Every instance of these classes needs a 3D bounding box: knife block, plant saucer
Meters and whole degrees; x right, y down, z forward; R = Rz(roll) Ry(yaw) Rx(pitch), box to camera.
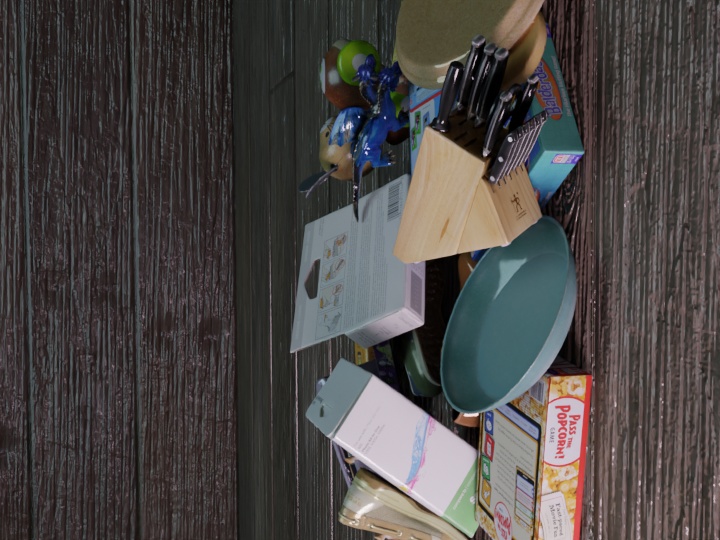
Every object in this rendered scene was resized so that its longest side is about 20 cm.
[{"bbox_3d":[0.087,-0.109,0.872,0.198,0.064,0.179,-11,106,49],"label":"knife block"},{"bbox_3d":[0.146,0.047,0.901,0.201,0.035,0.202,-53,21,31],"label":"plant saucer"}]

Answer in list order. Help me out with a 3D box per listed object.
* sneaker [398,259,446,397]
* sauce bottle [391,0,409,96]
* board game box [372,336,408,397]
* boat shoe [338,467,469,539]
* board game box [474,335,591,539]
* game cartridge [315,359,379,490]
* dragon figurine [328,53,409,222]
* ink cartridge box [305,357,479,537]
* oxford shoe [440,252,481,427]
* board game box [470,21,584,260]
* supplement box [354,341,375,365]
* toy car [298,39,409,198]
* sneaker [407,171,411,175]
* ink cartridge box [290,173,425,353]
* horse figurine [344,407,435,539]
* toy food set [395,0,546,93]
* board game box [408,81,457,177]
[{"bbox_3d":[0.072,0.067,1.217,0.090,0.066,0.204,123,141,-57],"label":"sneaker"},{"bbox_3d":[0.080,-0.316,1.152,0.066,0.065,0.205,175,107,-74],"label":"sauce bottle"},{"bbox_3d":[0.039,0.090,1.247,0.202,0.032,0.122,76,-162,-45],"label":"board game box"},{"bbox_3d":[0.053,0.296,1.094,0.073,0.200,0.064,23,77,51],"label":"boat shoe"},{"bbox_3d":[0.164,0.180,0.930,0.151,0.045,0.205,-145,56,-71],"label":"board game box"},{"bbox_3d":[0.019,0.228,1.281,0.041,0.132,0.204,-25,81,42],"label":"game cartridge"},{"bbox_3d":[0.003,-0.161,1.130,0.059,0.099,0.203,37,110,28],"label":"dragon figurine"},{"bbox_3d":[0.047,0.195,1.066,0.088,0.198,0.145,-56,13,-7],"label":"ink cartridge box"},{"bbox_3d":[0.121,0.070,1.041,0.071,0.070,0.205,134,135,-70],"label":"oxford shoe"},{"bbox_3d":[0.150,-0.126,0.963,0.201,0.044,0.155,116,150,-57],"label":"board game box"},{"bbox_3d":[0.029,0.114,1.388,0.066,0.067,0.205,161,109,-75],"label":"supplement box"},{"bbox_3d":[-0.023,-0.185,1.259,0.201,0.157,0.164,-52,10,3],"label":"toy car"},{"bbox_3d":[0.053,-0.053,1.284,0.091,0.065,0.204,-116,27,-52],"label":"sneaker"},{"bbox_3d":[0.000,0.000,1.162,0.174,0.045,0.203,-24,46,33],"label":"ink cartridge box"},{"bbox_3d":[0.064,0.293,1.209,0.050,0.130,0.204,135,119,-65],"label":"horse figurine"},{"bbox_3d":[0.114,-0.261,0.914,0.198,0.048,0.201,12,77,51],"label":"toy food set"},{"bbox_3d":[0.090,-0.127,1.036,0.151,0.036,0.205,178,91,-77],"label":"board game box"}]
